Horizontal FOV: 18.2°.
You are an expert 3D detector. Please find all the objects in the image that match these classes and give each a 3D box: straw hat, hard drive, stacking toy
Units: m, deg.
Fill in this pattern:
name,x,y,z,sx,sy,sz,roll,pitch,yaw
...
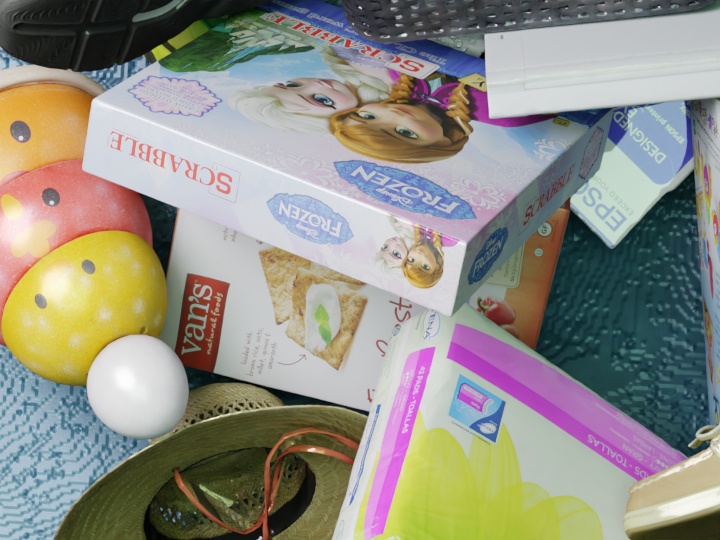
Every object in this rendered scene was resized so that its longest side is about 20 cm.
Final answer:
name,x,y,z,sx,sy,sz,roll,pitch,yaw
straw hat,-0.072,0.108,1.179,0.200,0.202,0.085,-21,48,2
hard drive,0.161,-0.113,1.112,0.198,0.132,0.026,-6,111,5
stacking toy,-0.142,0.006,1.124,0.146,0.146,0.200,-42,57,1

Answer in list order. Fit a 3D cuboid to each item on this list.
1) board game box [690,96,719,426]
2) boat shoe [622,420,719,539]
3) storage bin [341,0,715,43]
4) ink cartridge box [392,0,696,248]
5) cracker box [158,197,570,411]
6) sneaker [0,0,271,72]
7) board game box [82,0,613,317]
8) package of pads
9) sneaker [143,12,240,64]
name,x,y,z,sx,sy,sz,roll,pitch,yaw
board game box,0.229,-0.004,1.139,0.102,0.105,0.202,-5,106,2
boat shoe,0.217,0.078,1.078,0.199,0.073,0.064,-23,66,11
storage bin,0.081,-0.202,1.112,0.198,0.094,0.136,-6,60,9
ink cartridge box,0.133,-0.150,1.200,0.198,0.043,0.200,45,92,3
cracker box,0.000,0.000,1.178,0.198,0.058,0.135,13,109,3
sneaker,-0.123,-0.173,1.116,0.200,0.076,0.116,-23,65,-40
board game box,-0.001,-0.066,1.105,0.199,0.199,0.041,21,120,17
package of pads,0.086,0.131,1.104,0.199,0.068,0.155,33,52,-21
sneaker,-0.124,-0.201,1.208,0.083,0.074,0.201,-27,82,-28
